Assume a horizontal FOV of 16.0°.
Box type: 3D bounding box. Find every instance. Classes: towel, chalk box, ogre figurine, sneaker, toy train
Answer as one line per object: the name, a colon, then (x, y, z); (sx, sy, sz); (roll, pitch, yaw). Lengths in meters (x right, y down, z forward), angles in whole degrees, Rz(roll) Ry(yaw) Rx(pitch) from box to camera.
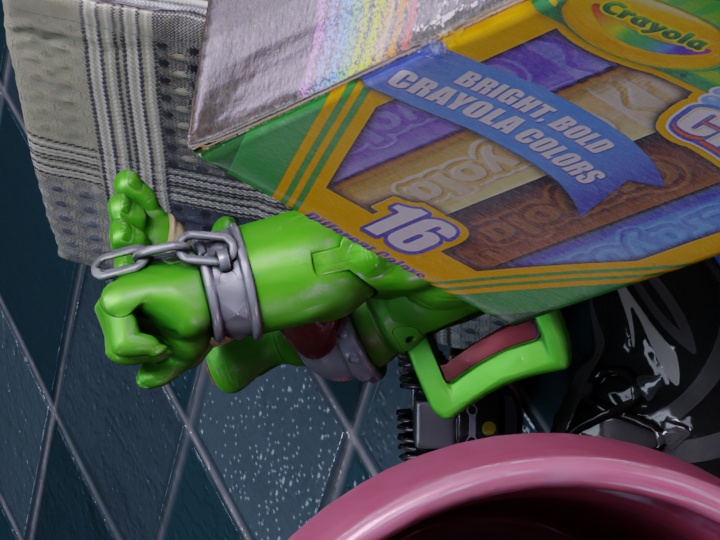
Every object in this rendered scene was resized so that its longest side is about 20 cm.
towel: (-0.022, -0.040, 0.884); (0.200, 0.191, 0.035); (91, -168, -63)
chalk box: (0.073, -0.085, 0.621); (0.199, 0.123, 0.125); (-19, 55, 42)
ogre figurine: (0.000, 0.000, 0.791); (0.200, 0.119, 0.099); (51, -151, -65)
sneaker: (0.089, 0.070, 0.849); (0.071, 0.082, 0.201); (28, 122, 57)
toy train: (0.036, 0.046, 0.914); (0.200, 0.045, 0.034); (-77, -12, -88)

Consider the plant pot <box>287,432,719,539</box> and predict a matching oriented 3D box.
plant pot: (0.045, 0.139, 0.736); (0.179, 0.198, 0.202); (-144, 46, -83)
